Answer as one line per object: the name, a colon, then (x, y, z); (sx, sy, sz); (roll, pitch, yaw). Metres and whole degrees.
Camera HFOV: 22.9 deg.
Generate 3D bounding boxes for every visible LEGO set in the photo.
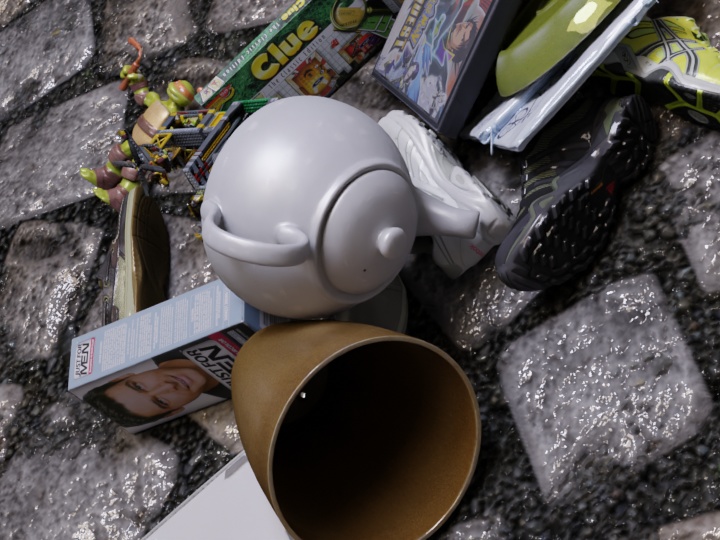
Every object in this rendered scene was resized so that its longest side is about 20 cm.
LEGO set: (-0.131, -0.076, 1.678); (0.199, 0.154, 0.116); (7, 47, 33)

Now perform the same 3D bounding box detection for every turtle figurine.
turtle figurine: (-0.225, -0.147, 1.867); (0.162, 0.064, 0.200); (-50, 51, 9)

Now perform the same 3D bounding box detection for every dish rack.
dish rack: (-0.121, 0.249, 1.521); (0.200, 0.044, 0.172); (-41, 43, 6)

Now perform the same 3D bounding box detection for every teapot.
teapot: (-0.025, -0.041, 1.443); (0.146, 0.198, 0.200); (25, 68, 41)

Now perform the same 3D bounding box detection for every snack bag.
snack bag: (0.168, -0.176, 1.539); (0.189, 0.021, 0.200); (-48, 11, 1)

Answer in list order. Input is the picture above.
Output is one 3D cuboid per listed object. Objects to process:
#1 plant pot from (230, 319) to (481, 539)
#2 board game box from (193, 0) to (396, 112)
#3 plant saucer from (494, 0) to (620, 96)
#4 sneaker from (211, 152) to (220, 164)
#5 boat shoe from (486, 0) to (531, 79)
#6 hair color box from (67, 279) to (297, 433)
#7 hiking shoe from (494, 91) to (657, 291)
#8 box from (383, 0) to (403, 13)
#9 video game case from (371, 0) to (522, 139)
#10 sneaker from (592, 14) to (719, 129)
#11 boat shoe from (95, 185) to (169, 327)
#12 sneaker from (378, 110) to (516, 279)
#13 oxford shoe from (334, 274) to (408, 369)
plant pot: (-0.029, 0.114, 1.463); (0.187, 0.186, 0.200); (-52, 31, -4)
board game box: (-0.059, -0.206, 1.749); (0.200, 0.105, 0.023); (-43, 42, 6)
plant saucer: (0.183, -0.236, 1.558); (0.200, 0.031, 0.200); (-45, 10, 10)
sneaker: (-0.073, -0.079, 1.566); (0.077, 0.139, 0.201); (-13, 55, 48)
boat shoe: (0.126, -0.254, 1.662); (0.200, 0.068, 0.072); (-50, 44, -2)
hair color box: (-0.160, 0.077, 1.631); (0.199, 0.099, 0.061); (-21, 50, 26)
hiking shoe: (0.167, -0.066, 1.506); (0.100, 0.076, 0.200); (15, 61, 52)
box: (0.076, -0.350, 1.783); (0.199, 0.048, 0.159); (-19, 50, 27)
video game case: (0.088, -0.240, 1.625); (0.201, 0.025, 0.181); (-65, 27, 13)
sneaker: (0.271, -0.175, 1.488); (0.199, 0.075, 0.077); (29, 82, 45)
boat shoe: (-0.231, 0.006, 1.757); (0.064, 0.073, 0.201); (-19, 50, 20)
sneaker: (0.052, -0.067, 1.586); (0.099, 0.078, 0.200); (-46, 42, 7)
oxford shoe: (0.000, 0.000, 1.591); (0.075, 0.058, 0.201); (-20, 51, 24)
